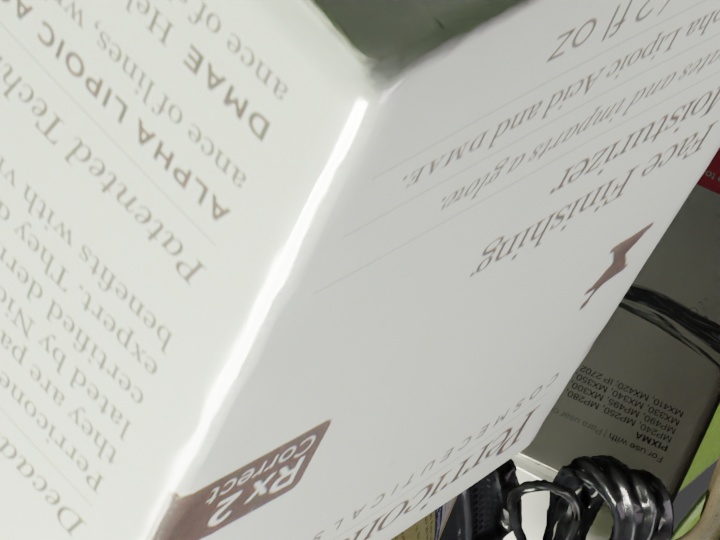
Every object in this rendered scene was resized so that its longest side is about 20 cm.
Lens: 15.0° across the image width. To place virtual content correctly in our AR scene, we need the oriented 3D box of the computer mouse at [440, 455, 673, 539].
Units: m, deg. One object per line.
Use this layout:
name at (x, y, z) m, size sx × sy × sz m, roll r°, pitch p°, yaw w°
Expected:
computer mouse at (-0.009, 0.072, 0.890) m, size 0.053 × 0.199 × 0.139 m, roll -78°, pitch -169°, yaw -48°

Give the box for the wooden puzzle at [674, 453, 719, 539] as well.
wooden puzzle at (0.162, 0.041, 1.014) m, size 0.185 × 0.046 × 0.201 m, roll 77°, pitch 37°, yaw -74°

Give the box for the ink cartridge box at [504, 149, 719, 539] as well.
ink cartridge box at (0.097, 0.048, 1.078) m, size 0.145 × 0.084 × 0.201 m, roll 105°, pitch 13°, yaw -52°

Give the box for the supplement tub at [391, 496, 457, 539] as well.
supplement tub at (-0.057, 0.068, 0.685) m, size 0.145 × 0.144 × 0.200 m, roll -61°, pitch -179°, yaw 41°

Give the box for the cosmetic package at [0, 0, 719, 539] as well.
cosmetic package at (-0.031, -0.047, 0.551) m, size 0.164 × 0.165 × 0.201 m, roll -28°, pitch 156°, yaw -41°
